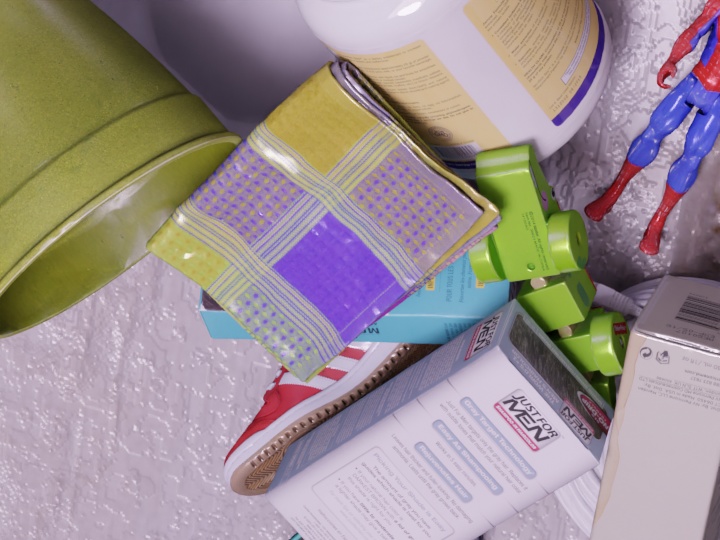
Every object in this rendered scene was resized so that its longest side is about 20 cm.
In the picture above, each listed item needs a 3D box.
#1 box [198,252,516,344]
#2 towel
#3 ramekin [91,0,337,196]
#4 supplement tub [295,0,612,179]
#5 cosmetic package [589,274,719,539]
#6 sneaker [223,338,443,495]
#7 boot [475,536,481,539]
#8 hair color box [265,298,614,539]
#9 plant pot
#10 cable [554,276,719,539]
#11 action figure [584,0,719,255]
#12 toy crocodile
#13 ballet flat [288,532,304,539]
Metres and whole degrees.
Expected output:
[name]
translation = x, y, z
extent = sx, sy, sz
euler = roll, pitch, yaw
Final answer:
[box]
translation = 0.000, 0.000, 1.720
extent = 0.199, 0.049, 0.083
euler = 1, 67, 8
[towel]
translation = -0.024, -0.027, 1.631
extent = 0.144, 0.023, 0.200
euler = 44, 124, -10
[ramekin]
translation = -0.087, -0.155, 1.733
extent = 0.199, 0.105, 0.201
euler = 7, 111, 18
[supplement tub]
translation = 0.049, -0.165, 1.615
extent = 0.145, 0.146, 0.200
euler = -19, 138, 24
[cosmetic package]
translation = 0.193, 0.117, 1.659
extent = 0.073, 0.104, 0.201
euler = 16, 113, 13
[sneaker]
translation = -0.033, 0.052, 1.769
extent = 0.200, 0.071, 0.113
euler = -40, 64, -7
[boot]
translation = 0.068, 0.147, 1.806
extent = 0.090, 0.073, 0.201
euler = -10, 105, 28
[hair color box]
translation = 0.048, 0.114, 1.659
extent = 0.200, 0.061, 0.099
euler = -34, 106, 30
[plant pot]
translation = -0.206, -0.095, 1.647
extent = 0.200, 0.200, 0.193
euler = -41, 81, 27
[cable]
translation = 0.212, 0.104, 1.744
extent = 0.199, 0.069, 0.201
euler = 14, 114, 13
[action figure]
translation = 0.206, -0.096, 1.659
extent = 0.065, 0.099, 0.200
euler = 31, 114, 5
[toy crocodile]
translation = 0.119, 0.010, 1.649
extent = 0.067, 0.062, 0.201
euler = -13, 116, 25
[ballet flat]
translation = 0.010, 0.164, 1.766
extent = 0.074, 0.074, 0.200
euler = 42, 123, 0
